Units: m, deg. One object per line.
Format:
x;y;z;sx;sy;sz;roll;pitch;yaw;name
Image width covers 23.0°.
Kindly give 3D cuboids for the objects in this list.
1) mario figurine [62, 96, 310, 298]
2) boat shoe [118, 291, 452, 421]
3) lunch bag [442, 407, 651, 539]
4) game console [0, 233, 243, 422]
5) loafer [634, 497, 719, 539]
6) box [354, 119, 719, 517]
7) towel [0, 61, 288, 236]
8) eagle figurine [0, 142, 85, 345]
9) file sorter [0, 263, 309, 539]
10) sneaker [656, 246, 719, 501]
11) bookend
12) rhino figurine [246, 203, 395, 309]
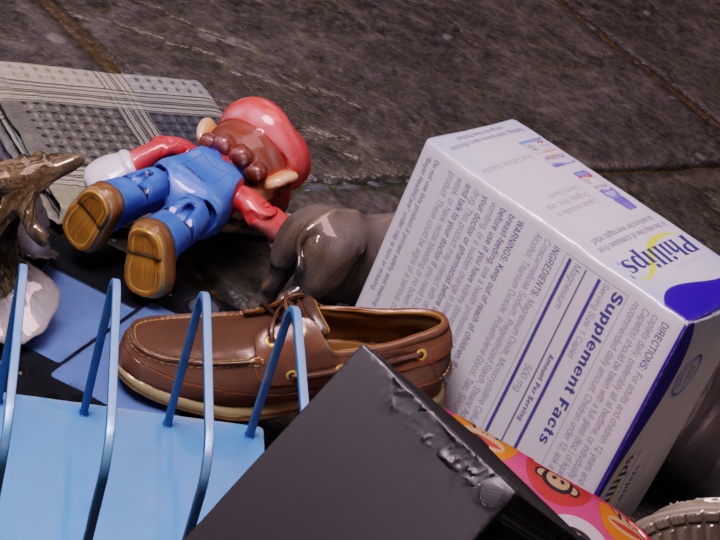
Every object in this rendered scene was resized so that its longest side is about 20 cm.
-0.104;-0.037;1.162;0.200;0.105;0.124;-33;100;-51;mario figurine
-0.041;0.042;1.023;0.198;0.068;0.072;5;33;-15;boat shoe
0.051;0.162;0.943;0.199;0.082;0.176;30;30;11;lunch bag
-0.153;0.046;1.050;0.176;0.031;0.200;30;29;12;game console
0.255;0.170;1.052;0.198;0.077;0.068;-1;2;12;loafer
0.106;0.039;1.087;0.200;0.185;0.105;37;30;24;box
-0.166;-0.083;1.270;0.199;0.035;0.193;3;37;-36;towel
-0.242;-0.049;1.058;0.152;0.151;0.199;44;-23;-24;eagle figurine
-0.131;0.082;0.870;0.198;0.123;0.139;9;39;-13;file sorter
0.228;0.054;1.171;0.090;0.076;0.201;34;53;-21;sneaker
-0.008;0.155;0.789;0.092;0.200;0.199;43;-1;23;bookend
0.000;0.000;1.161;0.060;0.088;0.199;34;15;25;rhino figurine
